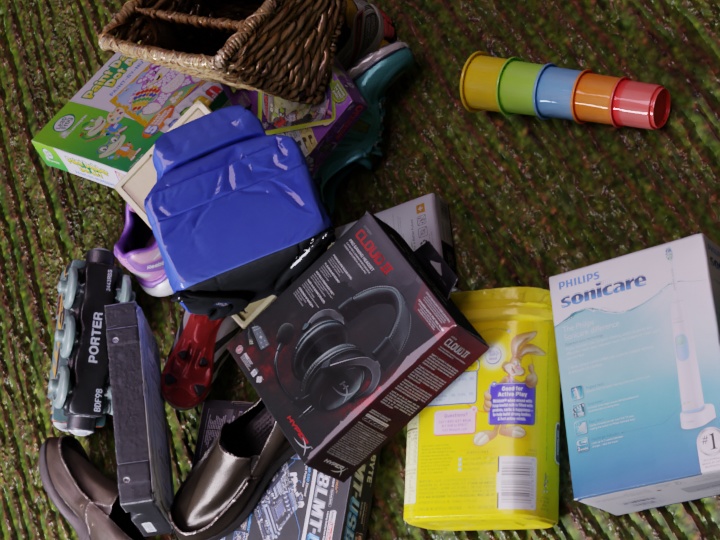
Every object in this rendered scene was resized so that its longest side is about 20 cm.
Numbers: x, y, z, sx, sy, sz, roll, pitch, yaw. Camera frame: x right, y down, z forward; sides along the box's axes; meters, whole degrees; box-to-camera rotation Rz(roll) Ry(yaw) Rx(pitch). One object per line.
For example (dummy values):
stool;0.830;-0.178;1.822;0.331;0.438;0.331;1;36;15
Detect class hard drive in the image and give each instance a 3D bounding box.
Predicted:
hard drive;-0.215;0.147;1.525;0.038;0.140;0.201;-9;67;-1

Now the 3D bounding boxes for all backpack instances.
backpack;-0.111;-0.050;1.431;0.161;0.200;0.169;-17;77;-5

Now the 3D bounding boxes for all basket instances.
basket;-0.131;-0.255;1.507;0.199;0.148;0.144;18;94;45

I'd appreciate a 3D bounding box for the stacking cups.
stacking cups;0.188;-0.162;1.446;0.199;0.060;0.061;15;83;36

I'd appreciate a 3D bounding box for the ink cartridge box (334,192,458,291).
ink cartridge box;0.000;0.000;1.534;0.199;0.037;0.095;-18;64;26

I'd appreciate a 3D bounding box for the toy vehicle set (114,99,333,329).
toy vehicle set;-0.136;-0.055;1.550;0.124;0.027;0.200;-44;79;4

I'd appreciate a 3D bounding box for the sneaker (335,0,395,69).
sneaker;-0.056;-0.203;1.614;0.200;0.082;0.078;-52;53;9

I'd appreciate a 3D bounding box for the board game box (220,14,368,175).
board game box;-0.077;-0.189;1.561;0.120;0.032;0.201;-52;51;28

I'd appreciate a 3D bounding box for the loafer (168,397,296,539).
loafer;-0.120;0.175;1.473;0.200;0.071;0.073;-50;52;8

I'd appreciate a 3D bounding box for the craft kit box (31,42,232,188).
craft kit box;-0.228;-0.176;1.695;0.197;0.049;0.200;16;58;42

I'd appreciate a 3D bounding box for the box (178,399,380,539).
box;-0.082;0.229;1.501;0.197;0.050;0.201;-1;73;34

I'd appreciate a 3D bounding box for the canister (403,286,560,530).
canister;0.109;0.126;1.384;0.148;0.086;0.202;-7;71;32

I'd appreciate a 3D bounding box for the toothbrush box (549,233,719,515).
toothbrush box;0.248;0.089;1.300;0.146;0.085;0.201;-18;65;29

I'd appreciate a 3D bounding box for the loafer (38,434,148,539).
loafer;-0.264;0.245;1.614;0.071;0.073;0.200;-41;65;11

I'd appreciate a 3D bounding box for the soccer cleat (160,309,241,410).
soccer cleat;-0.152;0.051;1.599;0.068;0.085;0.201;23;75;-5

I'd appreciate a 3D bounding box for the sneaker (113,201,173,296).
sneaker;-0.204;-0.076;1.667;0.080;0.088;0.201;16;81;40

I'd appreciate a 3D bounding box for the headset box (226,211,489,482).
headset box;0.003;0.060;1.366;0.200;0.077;0.149;-43;57;9

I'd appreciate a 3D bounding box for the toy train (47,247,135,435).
toy train;-0.294;0.079;1.672;0.114;0.085;0.202;155;120;-67

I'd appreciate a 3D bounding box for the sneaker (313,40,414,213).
sneaker;-0.004;-0.143;1.577;0.080;0.077;0.200;41;104;18
